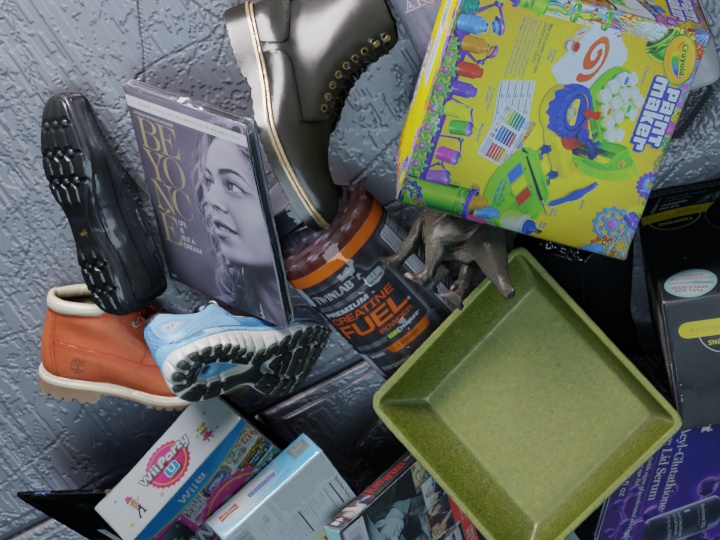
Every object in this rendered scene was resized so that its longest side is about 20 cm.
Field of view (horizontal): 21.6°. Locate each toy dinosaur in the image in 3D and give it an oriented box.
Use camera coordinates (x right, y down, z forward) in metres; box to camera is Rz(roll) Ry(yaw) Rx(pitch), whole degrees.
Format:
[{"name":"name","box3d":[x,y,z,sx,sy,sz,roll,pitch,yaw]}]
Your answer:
[{"name":"toy dinosaur","box3d":[0.080,-0.028,1.546,0.077,0.200,0.102,31,91,-17]}]

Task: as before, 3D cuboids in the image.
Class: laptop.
[{"name":"laptop","box3d":[-0.177,0.194,1.741,0.200,0.103,0.177,-6,149,32]}]

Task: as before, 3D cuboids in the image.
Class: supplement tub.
[{"name":"supplement tub","box3d":[0.000,0.000,1.629,0.107,0.107,0.200,-38,110,18]}]

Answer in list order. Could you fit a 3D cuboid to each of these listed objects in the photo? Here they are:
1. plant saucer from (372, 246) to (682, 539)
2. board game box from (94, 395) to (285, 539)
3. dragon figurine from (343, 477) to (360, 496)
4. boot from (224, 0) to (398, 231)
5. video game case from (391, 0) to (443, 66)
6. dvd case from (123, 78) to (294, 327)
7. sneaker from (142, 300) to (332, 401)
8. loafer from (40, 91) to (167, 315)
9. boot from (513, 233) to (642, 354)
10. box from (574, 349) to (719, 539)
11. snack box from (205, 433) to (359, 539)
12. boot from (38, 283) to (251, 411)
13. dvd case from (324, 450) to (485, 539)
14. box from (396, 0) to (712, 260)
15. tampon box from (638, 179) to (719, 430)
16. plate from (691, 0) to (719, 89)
[{"name":"plant saucer","box3d":[0.141,0.115,1.570,0.200,0.048,0.200,48,112,14]},{"name":"board game box","box3d":[-0.119,0.214,1.682,0.148,0.064,0.200,-48,136,-4]},{"name":"dragon figurine","box3d":[0.004,0.290,1.805,0.099,0.059,0.200,9,113,-1]},{"name":"boot","box3d":[-0.018,-0.145,1.531,0.138,0.077,0.200,-20,82,7]},{"name":"video game case","box3d":[0.110,-0.207,1.535,0.143,0.019,0.200,-22,116,13]},{"name":"dvd case","box3d":[-0.127,-0.056,1.589,0.149,0.016,0.200,22,134,38]},{"name":"sneaker","box3d":[-0.106,0.056,1.644,0.200,0.090,0.078,2,125,-50]},{"name":"loafer","box3d":[-0.220,-0.061,1.629,0.068,0.070,0.201,-2,110,46]},{"name":"boot","box3d":[0.150,0.037,1.660,0.200,0.076,0.168,-13,120,0]},{"name":"box","box3d":[0.282,0.155,1.668,0.200,0.104,0.148,-4,122,-22]},{"name":"snack box","box3d":[-0.041,0.249,1.683,0.116,0.037,0.200,-41,129,-10]},{"name":"boot","box3d":[-0.189,0.064,1.688,0.200,0.075,0.107,4,112,0]},{"name":"dvd case","box3d":[0.053,0.235,1.717,0.022,0.200,0.146,9,126,40]},{"name":"box","box3d":[0.147,-0.141,1.490,0.192,0.122,0.200,15,117,-6]},{"name":"tampon box","box3d":[0.320,0.021,1.581,0.150,0.200,0.126,-10,117,5]},{"name":"plate","box3d":[0.182,-0.214,1.557,0.200,0.032,0.200,-15,117,9]}]
